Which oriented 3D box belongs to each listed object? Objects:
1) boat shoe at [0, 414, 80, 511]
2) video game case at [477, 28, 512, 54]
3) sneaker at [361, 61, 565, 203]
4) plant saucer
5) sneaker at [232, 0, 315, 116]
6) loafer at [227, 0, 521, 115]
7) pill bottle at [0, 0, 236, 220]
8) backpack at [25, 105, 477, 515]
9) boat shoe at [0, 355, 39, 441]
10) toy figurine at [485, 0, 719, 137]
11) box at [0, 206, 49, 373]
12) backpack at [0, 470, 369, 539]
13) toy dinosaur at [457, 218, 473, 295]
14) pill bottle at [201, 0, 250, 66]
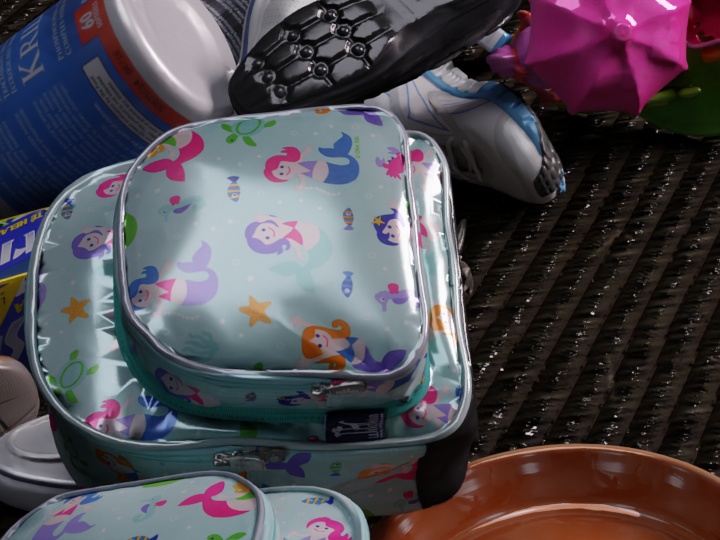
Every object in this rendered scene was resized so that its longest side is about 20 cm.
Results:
[{"bbox_3d":[-0.093,0.069,0.980,0.200,0.065,0.074,-12,33,-7],"label":"boat shoe"},{"bbox_3d":[0.017,-0.204,1.271,0.200,0.018,0.143,37,8,4],"label":"video game case"},{"bbox_3d":[0.048,-0.079,1.196,0.087,0.075,0.200,-35,37,-14],"label":"sneaker"},{"bbox_3d":[0.092,0.150,0.851,0.200,0.032,0.200,-6,32,4],"label":"plant saucer"},{"bbox_3d":[-0.031,-0.105,1.187,0.115,0.081,0.200,13,61,36],"label":"sneaker"},{"bbox_3d":[0.017,-0.132,1.114,0.200,0.070,0.068,-32,62,-13],"label":"loafer"},{"bbox_3d":[-0.178,-0.087,1.139,0.200,0.112,0.112,-32,25,22],"label":"pill bottle"},{"bbox_3d":[-0.052,0.021,0.882,0.199,0.151,0.178,-6,58,3],"label":"backpack"},{"bbox_3d":[-0.263,0.086,0.983,0.200,0.076,0.072,-20,33,-23],"label":"boat shoe"},{"bbox_3d":[0.143,-0.141,1.147,0.200,0.151,0.184,-11,2,35],"label":"toy figurine"},{"bbox_3d":[-0.217,0.023,1.072,0.200,0.070,0.064,-17,36,-15],"label":"box"},{"bbox_3d":[-0.072,0.164,0.755,0.177,0.151,0.200,-11,24,23],"label":"backpack"},{"bbox_3d":[0.000,0.000,1.062,0.102,0.077,0.200,23,45,19],"label":"toy dinosaur"},{"bbox_3d":[-0.081,-0.159,1.296,0.106,0.106,0.200,16,38,31],"label":"pill bottle"}]
